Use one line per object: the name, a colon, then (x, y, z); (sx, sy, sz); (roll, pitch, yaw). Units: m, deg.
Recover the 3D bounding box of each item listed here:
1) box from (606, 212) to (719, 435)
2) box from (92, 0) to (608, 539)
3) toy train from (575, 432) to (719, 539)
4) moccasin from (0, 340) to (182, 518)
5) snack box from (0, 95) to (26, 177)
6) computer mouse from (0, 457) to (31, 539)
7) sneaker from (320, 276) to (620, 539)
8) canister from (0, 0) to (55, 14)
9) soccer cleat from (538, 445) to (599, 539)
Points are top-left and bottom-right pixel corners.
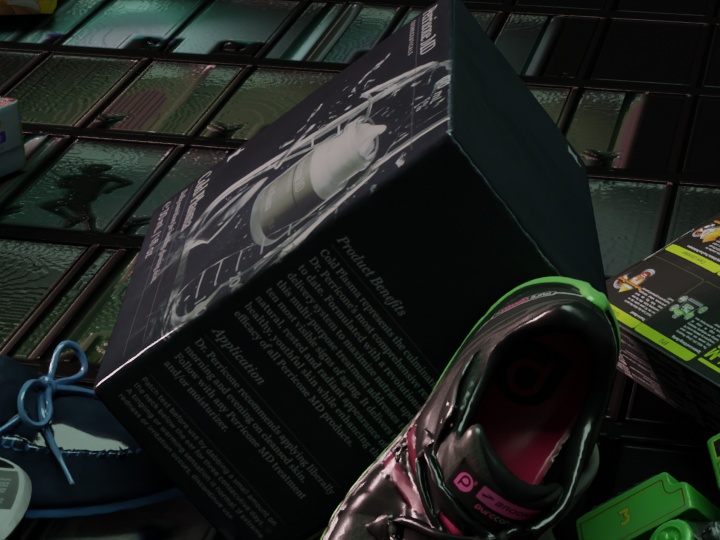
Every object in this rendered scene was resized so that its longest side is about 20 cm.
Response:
box: (0.233, 0.009, 0.963); (0.193, 0.048, 0.200); (-32, 23, -10)
box: (0.000, 0.000, 0.901); (0.196, 0.124, 0.200); (-34, 19, 16)
toy train: (0.173, 0.083, 0.796); (0.200, 0.042, 0.057); (-33, 39, 24)
moccasin: (-0.170, 0.074, 0.907); (0.199, 0.069, 0.081); (-1, 15, -3)
snack box: (-0.334, -0.072, 1.248); (0.142, 0.053, 0.200); (16, 30, 33)
computer mouse: (-0.184, 0.146, 0.799); (0.109, 0.044, 0.200); (3, 30, 11)
sneaker: (0.036, 0.089, 0.752); (0.076, 0.201, 0.084); (27, -3, 0)
canister: (-0.348, -0.258, 1.588); (0.199, 0.087, 0.149); (-2, 27, -5)
soccer cleat: (0.075, 0.076, 0.891); (0.086, 0.070, 0.200); (-16, 26, 25)
